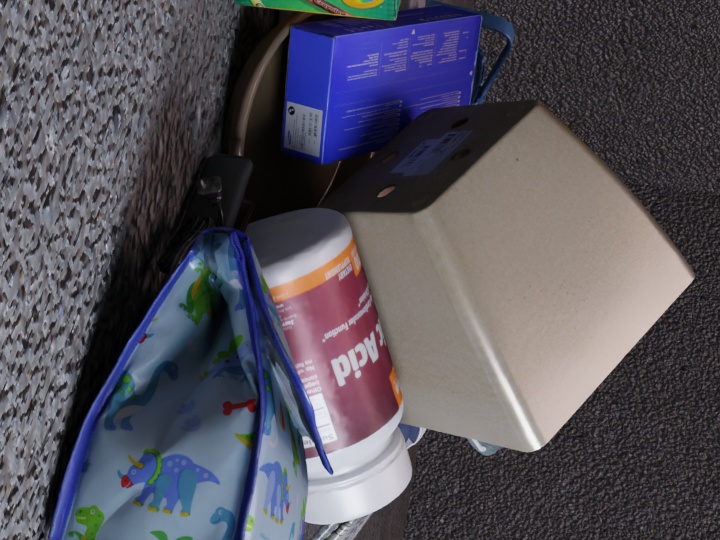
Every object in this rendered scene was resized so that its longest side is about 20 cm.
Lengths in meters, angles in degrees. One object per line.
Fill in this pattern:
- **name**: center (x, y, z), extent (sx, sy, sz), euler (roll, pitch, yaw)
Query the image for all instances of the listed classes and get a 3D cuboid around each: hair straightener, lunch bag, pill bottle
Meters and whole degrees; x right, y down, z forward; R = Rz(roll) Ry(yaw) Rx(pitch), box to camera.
- **hair straightener**: center (-0.108, -0.023, 0.876), extent (0.201, 0.040, 0.078), euler (-66, 161, -53)
- **lunch bag**: center (-0.083, 0.098, 0.797), extent (0.170, 0.126, 0.202), euler (80, 18, -66)
- **pill bottle**: center (-0.035, 0.069, 0.978), extent (0.114, 0.113, 0.202), euler (-67, 142, -65)

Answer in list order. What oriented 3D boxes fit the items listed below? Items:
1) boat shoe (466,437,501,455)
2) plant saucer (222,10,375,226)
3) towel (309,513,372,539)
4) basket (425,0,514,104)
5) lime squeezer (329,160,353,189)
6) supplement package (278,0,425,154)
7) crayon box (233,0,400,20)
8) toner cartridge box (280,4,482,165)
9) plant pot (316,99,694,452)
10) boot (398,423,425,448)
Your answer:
- **boat shoe**: center (0.056, 0.097, 1.224), extent (0.062, 0.199, 0.073), euler (-53, -170, 29)
- **plant saucer**: center (-0.044, -0.106, 1.056), extent (0.200, 0.029, 0.202), euler (-36, 134, -48)
- **towel**: center (-0.051, 0.277, 1.224), extent (0.201, 0.034, 0.193), euler (-52, 174, 4)
- **basket**: center (0.046, -0.196, 1.348), extent (0.201, 0.175, 0.140), euler (106, 1, -56)
- **lime squeezer**: center (-0.051, 0.001, 1.122), extent (0.038, 0.070, 0.202), euler (43, 50, -64)
- **supplement package**: center (-0.008, -0.185, 1.175), extent (0.110, 0.113, 0.202), euler (-64, 161, -65)
- **crayon box**: center (-0.016, -0.265, 1.019), extent (0.201, 0.117, 0.059), euler (-76, 170, -46)
- **toner cartridge box**: center (0.019, -0.146, 1.059), extent (0.199, 0.043, 0.096), euler (-20, 124, -51)
- **plant pot**: center (0.085, -0.013, 1.015), extent (0.200, 0.199, 0.178), euler (-42, 114, -26)
- **boot**: center (-0.036, 0.167, 1.208), extent (0.073, 0.200, 0.090), euler (56, 31, 6)
